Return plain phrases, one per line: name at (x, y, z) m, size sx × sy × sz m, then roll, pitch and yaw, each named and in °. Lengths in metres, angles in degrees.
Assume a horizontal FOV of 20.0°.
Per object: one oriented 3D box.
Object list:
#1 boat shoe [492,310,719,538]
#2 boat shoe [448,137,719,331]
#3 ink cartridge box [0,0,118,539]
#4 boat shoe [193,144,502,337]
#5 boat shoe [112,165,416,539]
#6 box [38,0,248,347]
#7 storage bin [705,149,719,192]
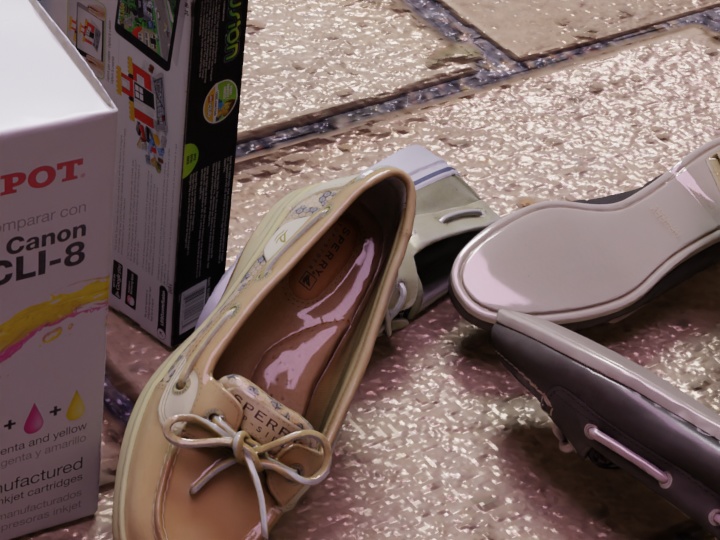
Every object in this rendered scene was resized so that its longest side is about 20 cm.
boat shoe at (0.125, 0.079, 0.839) m, size 0.200 × 0.057 × 0.067 m, roll 29°, pitch 6°, yaw 33°
boat shoe at (0.121, -0.006, 0.977) m, size 0.199 × 0.057 × 0.067 m, roll -22°, pitch 67°, yaw -29°
ink cartridge box at (-0.188, -0.005, 0.781) m, size 0.145 × 0.201 × 0.145 m, roll -14°, pitch 41°, yaw -27°
boat shoe at (0.000, 0.000, 0.923) m, size 0.062 × 0.072 × 0.200 m, roll 30°, pitch 40°, yaw 19°
boat shoe at (-0.036, 0.040, 0.811) m, size 0.073 × 0.063 × 0.201 m, roll 33°, pitch 61°, yaw -18°
box at (-0.103, -0.076, 0.894) m, size 0.110 × 0.201 × 0.035 m, roll 32°, pitch 43°, yaw 30°
storage bin at (0.265, -0.038, 0.865) m, size 0.199 × 0.094 × 0.199 m, roll -32°, pitch 15°, yaw 12°
